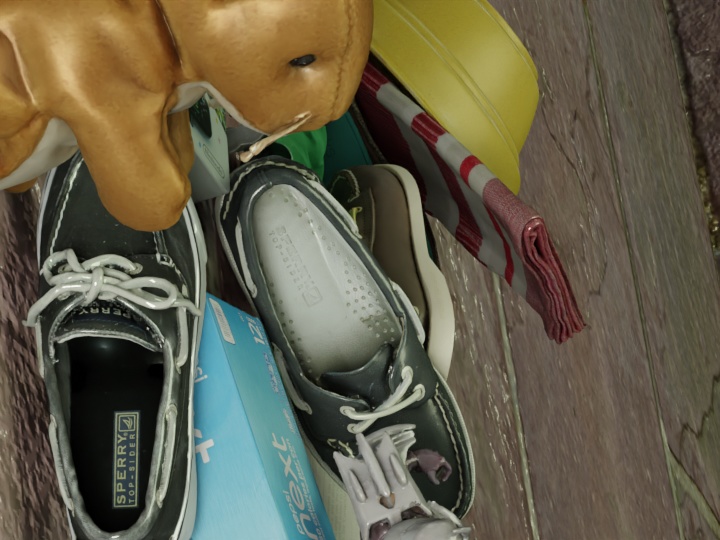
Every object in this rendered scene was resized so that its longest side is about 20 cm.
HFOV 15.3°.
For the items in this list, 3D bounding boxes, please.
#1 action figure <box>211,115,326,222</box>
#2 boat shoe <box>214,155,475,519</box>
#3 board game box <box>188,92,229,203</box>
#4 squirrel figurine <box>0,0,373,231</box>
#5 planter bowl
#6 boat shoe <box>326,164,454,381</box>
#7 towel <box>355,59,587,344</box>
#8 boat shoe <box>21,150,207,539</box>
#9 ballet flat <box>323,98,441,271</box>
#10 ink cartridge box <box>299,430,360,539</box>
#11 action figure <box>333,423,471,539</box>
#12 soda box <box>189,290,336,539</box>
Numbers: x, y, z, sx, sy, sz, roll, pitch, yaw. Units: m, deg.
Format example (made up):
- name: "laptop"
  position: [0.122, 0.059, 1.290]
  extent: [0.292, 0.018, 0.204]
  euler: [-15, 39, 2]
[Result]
- name: "action figure"
  position: [-0.046, -0.056, 1.405]
  extent: [0.200, 0.055, 0.118]
  euler: [69, 25, -72]
- name: "boat shoe"
  position: [-0.006, 0.040, 1.240]
  extent: [0.200, 0.076, 0.060]
  euler: [56, -5, -10]
- name: "board game box"
  position: [-0.119, -0.145, 1.224]
  extent: [0.148, 0.064, 0.200]
  euler: [57, 22, -53]
- name: "squirrel figurine"
  position: [-0.095, -0.115, 1.023]
  extent: [0.142, 0.187, 0.200]
  euler: [-43, 118, -74]
- name: "planter bowl"
  position: [0.047, -0.120, 1.599]
  extent: [0.200, 0.083, 0.200]
  euler: [48, -8, 8]
- name: "boat shoe"
  position: [0.000, 0.000, 1.363]
  extent: [0.200, 0.059, 0.072]
  euler: [-107, -154, -58]
- name: "towel"
  position: [0.047, -0.052, 1.543]
  extent: [0.200, 0.023, 0.144]
  euler: [44, -9, 30]
- name: "boat shoe"
  position: [-0.103, 0.023, 1.095]
  extent: [0.068, 0.074, 0.199]
  euler: [79, 11, -69]
- name: "ballet flat"
  position: [-0.005, -0.046, 1.583]
  extent: [0.075, 0.068, 0.200]
  euler: [-114, 179, -59]
- name: "ink cartridge box"
  position: [-0.033, 0.121, 1.288]
  extent: [0.200, 0.048, 0.146]
  euler: [35, 48, -45]
- name: "action figure"
  position: [0.025, 0.136, 1.170]
  extent: [0.200, 0.069, 0.130]
  euler: [108, -30, -69]
- name: "soda box"
  position: [-0.053, 0.114, 1.136]
  extent: [0.064, 0.068, 0.200]
  euler: [32, 35, -64]
